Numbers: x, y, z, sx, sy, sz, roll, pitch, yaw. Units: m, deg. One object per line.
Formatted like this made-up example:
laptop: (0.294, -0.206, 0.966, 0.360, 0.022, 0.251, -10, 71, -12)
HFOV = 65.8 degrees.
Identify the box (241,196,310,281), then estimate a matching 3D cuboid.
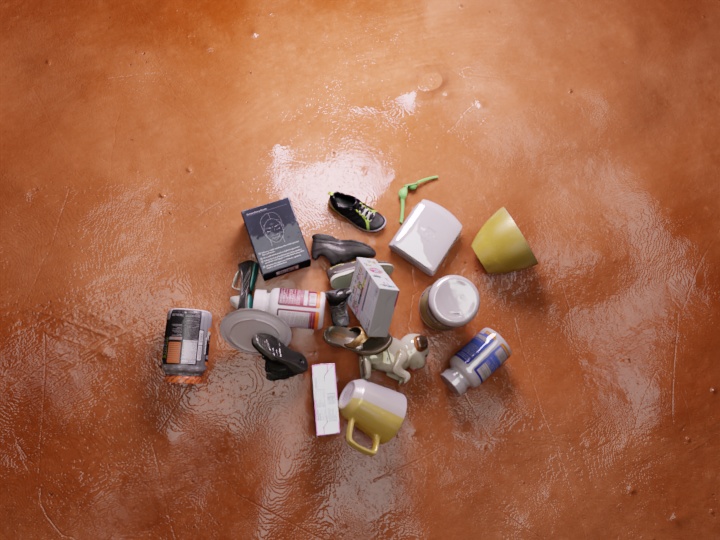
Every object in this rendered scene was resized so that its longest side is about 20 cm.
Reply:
box: (-0.246, -0.091, 1.634, 0.148, 0.107, 0.200, -18, 82, -9)

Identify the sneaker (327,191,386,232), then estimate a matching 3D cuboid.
sneaker: (-0.013, -0.180, 1.690, 0.200, 0.083, 0.072, 25, 78, -1)

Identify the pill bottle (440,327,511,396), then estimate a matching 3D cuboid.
pill bottle: (0.333, 0.270, 1.624, 0.200, 0.112, 0.112, -39, 85, -11)

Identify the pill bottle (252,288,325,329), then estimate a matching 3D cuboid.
pill bottle: (-0.204, 0.108, 1.598, 0.200, 0.110, 0.110, 6, 78, -5)

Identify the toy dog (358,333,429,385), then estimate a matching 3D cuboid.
toy dog: (0.099, 0.238, 1.607, 0.200, 0.140, 0.194, -2, 61, -8)

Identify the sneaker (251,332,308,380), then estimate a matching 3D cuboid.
sneaker: (-0.248, 0.248, 1.543, 0.114, 0.199, 0.076, -32, 45, 19)

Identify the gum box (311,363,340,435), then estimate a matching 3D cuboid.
gum box: (-0.099, 0.364, 1.556, 0.066, 0.114, 0.200, -3, 79, -7)

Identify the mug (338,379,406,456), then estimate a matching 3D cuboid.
mug: (0.026, 0.382, 1.513, 0.153, 0.187, 0.149, 32, 106, -16)

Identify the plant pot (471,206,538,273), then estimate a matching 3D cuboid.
plant pot: (0.421, -0.071, 1.679, 0.142, 0.200, 0.200, -31, 83, 14)

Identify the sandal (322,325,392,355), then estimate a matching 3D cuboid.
sandal: (-0.012, 0.183, 1.534, 0.200, 0.054, 0.080, 9, 51, 15)

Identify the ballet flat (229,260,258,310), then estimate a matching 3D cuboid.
ballet flat: (-0.340, 0.067, 1.619, 0.068, 0.068, 0.200, 0, 68, 5)

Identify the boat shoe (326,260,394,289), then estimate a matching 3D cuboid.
boat shoe: (0.000, 0.000, 1.663, 0.201, 0.072, 0.061, -11, 42, -17)

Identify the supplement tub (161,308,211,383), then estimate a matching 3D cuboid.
supplement tub: (-0.482, 0.210, 1.541, 0.122, 0.123, 0.200, 4, 79, -5)

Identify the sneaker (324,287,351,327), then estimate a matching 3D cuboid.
sneaker: (-0.054, 0.111, 1.573, 0.075, 0.200, 0.116, -11, 88, -3)

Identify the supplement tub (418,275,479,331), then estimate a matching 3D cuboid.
supplement tub: (0.248, 0.099, 1.603, 0.144, 0.200, 0.145, 1, 79, -6)

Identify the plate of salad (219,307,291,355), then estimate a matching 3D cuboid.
plate of salad: (-0.290, 0.167, 1.553, 0.200, 0.200, 0.048, 8, 44, -5)

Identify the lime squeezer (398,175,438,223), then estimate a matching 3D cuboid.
lime squeezer: (0.164, -0.246, 1.746, 0.071, 0.038, 0.200, 38, 77, 2)

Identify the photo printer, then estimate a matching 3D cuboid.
photo printer: (0.206, -0.108, 1.707, 0.166, 0.069, 0.200, 35, 77, 1)

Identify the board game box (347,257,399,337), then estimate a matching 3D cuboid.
board game box: (0.030, 0.071, 1.549, 0.064, 0.200, 0.148, 5, 114, -23)

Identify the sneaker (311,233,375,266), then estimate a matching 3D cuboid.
sneaker: (-0.054, -0.053, 1.673, 0.200, 0.076, 0.091, 9, 84, 5)
